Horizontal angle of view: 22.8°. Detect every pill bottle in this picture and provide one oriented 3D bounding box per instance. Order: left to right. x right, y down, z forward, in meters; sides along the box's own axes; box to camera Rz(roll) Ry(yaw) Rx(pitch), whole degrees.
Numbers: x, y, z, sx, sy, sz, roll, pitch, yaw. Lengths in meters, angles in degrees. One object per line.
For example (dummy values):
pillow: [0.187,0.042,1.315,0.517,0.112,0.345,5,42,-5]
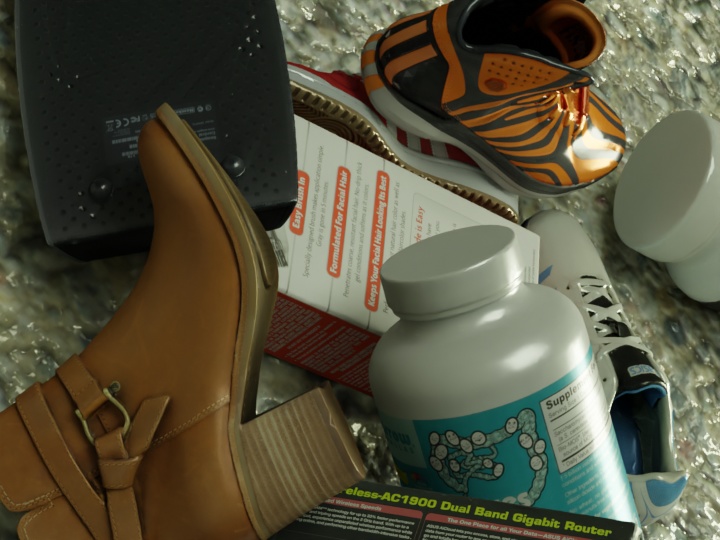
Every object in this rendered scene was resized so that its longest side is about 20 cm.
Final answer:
pill bottle: [0.069,0.083,0.881,0.111,0.110,0.201,-34,112,-45]
pill bottle: [0.268,-0.020,1.149,0.199,0.116,0.117,24,51,-24]

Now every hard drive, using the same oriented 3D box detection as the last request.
hard drive: [-0.104,-0.097,0.902,0.134,0.042,0.201,-10,59,-3]

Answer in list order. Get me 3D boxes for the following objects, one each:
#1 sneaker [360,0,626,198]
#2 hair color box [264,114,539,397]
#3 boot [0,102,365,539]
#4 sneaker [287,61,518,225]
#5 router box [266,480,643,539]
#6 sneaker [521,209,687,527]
sneaker: [0.105,-0.099,0.981,0.199,0.112,0.078,13,66,-42]
hair color box: [0.000,0.000,0.958,0.199,0.064,0.112,26,52,-26]
boot: [-0.104,0.039,0.794,0.074,0.154,0.201,50,16,-76]
sneaker: [0.011,-0.099,1.022,0.199,0.071,0.113,25,54,-35]
router box: [0.014,0.172,0.784,0.198,0.062,0.150,7,48,17]
sneaker: [0.143,0.050,1.036,0.071,0.072,0.201,3,61,-36]
